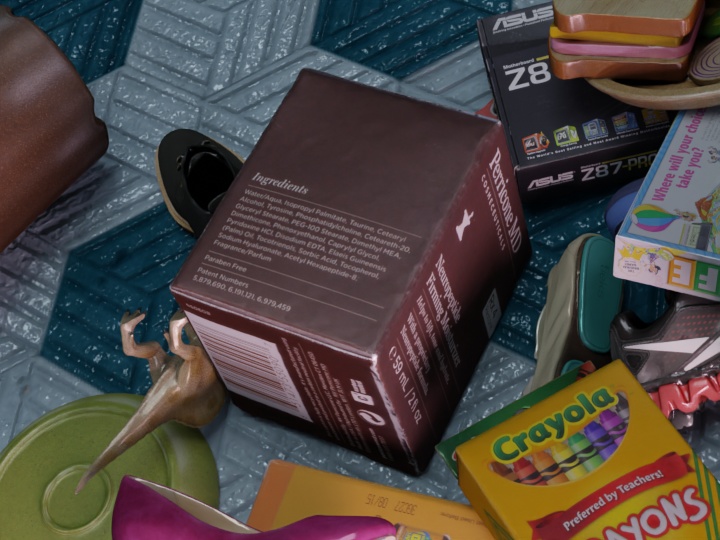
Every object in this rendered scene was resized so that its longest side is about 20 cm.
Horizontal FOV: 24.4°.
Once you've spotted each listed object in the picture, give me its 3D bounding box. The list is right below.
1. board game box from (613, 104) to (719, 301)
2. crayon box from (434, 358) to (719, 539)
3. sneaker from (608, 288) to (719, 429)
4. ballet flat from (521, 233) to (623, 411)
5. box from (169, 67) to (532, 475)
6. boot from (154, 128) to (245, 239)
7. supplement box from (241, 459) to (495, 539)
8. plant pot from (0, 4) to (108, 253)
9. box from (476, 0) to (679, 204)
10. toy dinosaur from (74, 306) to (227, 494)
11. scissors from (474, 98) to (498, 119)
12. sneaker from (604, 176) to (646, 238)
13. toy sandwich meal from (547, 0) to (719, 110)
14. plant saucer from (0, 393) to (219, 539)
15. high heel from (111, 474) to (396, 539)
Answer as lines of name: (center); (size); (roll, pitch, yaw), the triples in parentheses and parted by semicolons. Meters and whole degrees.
board game box: (0.260, -0.053, 1.102); (0.133, 0.034, 0.200); (15, 43, 19)
crayon box: (0.143, 0.141, 1.014); (0.126, 0.051, 0.200); (-27, 54, -13)
sneaker: (0.250, 0.034, 1.085); (0.199, 0.071, 0.099); (-21, 88, 19)
ballet flat: (0.143, 0.068, 1.146); (0.069, 0.070, 0.202); (1, 55, 19)
box: (0.000, 0.000, 1.167); (0.163, 0.166, 0.201); (17, 64, 25)
boot: (-0.117, -0.075, 1.279); (0.077, 0.139, 0.200); (-35, 52, -7)
supplement box: (0.025, 0.184, 1.099); (0.198, 0.069, 0.067); (9, 61, 26)
plant pot: (-0.323, -0.096, 1.342); (0.198, 0.201, 0.200); (-41, 53, -22)
box: (0.199, -0.144, 1.269); (0.198, 0.049, 0.162); (-12, 51, 4)
toy dinosaur: (-0.129, 0.073, 1.185); (0.058, 0.102, 0.200); (10, 38, 40)
scissors: (0.060, -0.101, 1.314); (0.198, 0.014, 0.074); (-14, 56, 7)
sneaker: (0.259, -0.013, 1.151); (0.198, 0.074, 0.083); (11, 63, 26)
toy sandwich meal: (0.233, -0.186, 1.188); (0.203, 0.071, 0.206); (-14, 32, 9)
plant saucer: (-0.200, 0.170, 1.206); (0.198, 0.031, 0.202); (-9, 54, 12)
high heel: (-0.072, 0.158, 1.071); (0.198, 0.067, 0.097); (-19, 67, 26)
